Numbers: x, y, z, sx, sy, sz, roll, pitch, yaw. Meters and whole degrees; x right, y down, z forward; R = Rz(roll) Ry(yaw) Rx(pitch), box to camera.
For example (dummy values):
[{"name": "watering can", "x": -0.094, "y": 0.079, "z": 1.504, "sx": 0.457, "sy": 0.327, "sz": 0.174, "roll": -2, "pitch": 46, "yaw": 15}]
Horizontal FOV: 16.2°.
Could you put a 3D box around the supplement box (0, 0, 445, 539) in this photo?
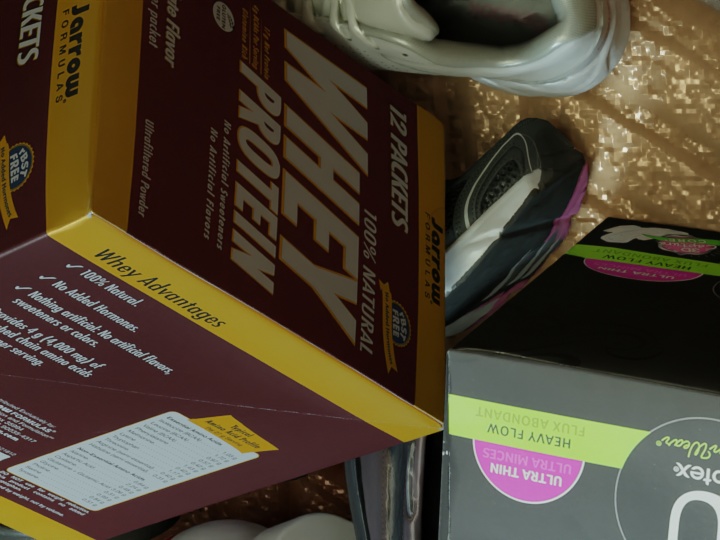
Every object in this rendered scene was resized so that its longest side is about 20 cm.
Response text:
[{"name": "supplement box", "x": -0.102, "y": -0.008, "z": 0.947, "sx": 0.199, "sy": 0.197, "sz": 0.133, "roll": -21, "pitch": 54, "yaw": 33}]

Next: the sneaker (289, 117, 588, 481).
[{"name": "sneaker", "x": 0.000, "y": 0.000, "z": 1.035, "sx": 0.200, "sy": 0.080, "sz": 0.086, "roll": -42, "pitch": 76, "yaw": 21}]

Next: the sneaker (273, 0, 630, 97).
[{"name": "sneaker", "x": 0.003, "y": -0.111, "z": 0.970, "sx": 0.199, "sy": 0.099, "sz": 0.078, "roll": 2, "pitch": 90, "yaw": 9}]

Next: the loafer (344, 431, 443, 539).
[{"name": "loafer", "x": 0.042, "y": 0.142, "z": 0.999, "sx": 0.063, "sy": 0.072, "sz": 0.201, "roll": 154, "pitch": 102, "yaw": -67}]

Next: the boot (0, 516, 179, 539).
[{"name": "boot", "x": -0.175, "y": 0.032, "z": 1.104, "sx": 0.210, "sy": 0.079, "sz": 0.159, "roll": 12, "pitch": 115, "yaw": 19}]

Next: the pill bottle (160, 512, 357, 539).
[{"name": "pill bottle", "x": -0.077, "y": 0.172, "z": 1.075, "sx": 0.200, "sy": 0.112, "sz": 0.113, "roll": -26, "pitch": 94, "yaw": 38}]

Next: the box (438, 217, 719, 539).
[{"name": "box", "x": 0.127, "y": 0.069, "z": 0.930, "sx": 0.148, "sy": 0.200, "sz": 0.125, "roll": 8, "pitch": 108, "yaw": 21}]
